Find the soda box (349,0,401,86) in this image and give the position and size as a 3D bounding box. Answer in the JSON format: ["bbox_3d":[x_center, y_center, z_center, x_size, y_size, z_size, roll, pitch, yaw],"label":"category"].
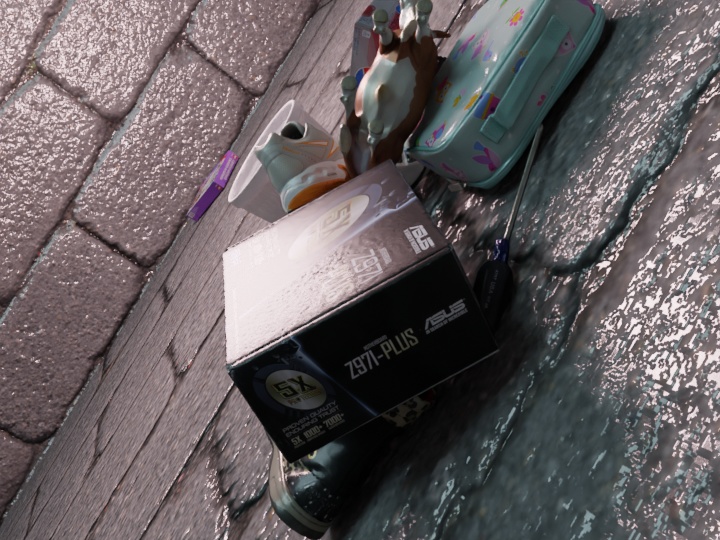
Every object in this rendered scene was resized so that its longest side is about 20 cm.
[{"bbox_3d":[0.025,-0.213,0.971,0.201,0.063,0.070,97,-162,-52],"label":"soda box"}]

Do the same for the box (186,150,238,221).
[{"bbox_3d":[-0.440,-0.250,2.458,0.200,0.039,0.138,-39,26,45],"label":"box"}]

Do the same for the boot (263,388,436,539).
[{"bbox_3d":[-0.013,0.102,0.690,0.154,0.073,0.204,-49,24,17],"label":"boot"}]

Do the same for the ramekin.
[{"bbox_3d":[-0.125,-0.172,1.383,0.201,0.104,0.201,-50,20,25],"label":"ramekin"}]

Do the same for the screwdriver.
[{"bbox_3d":[0.113,-0.036,0.639,0.029,0.028,0.202,-4,55,33],"label":"screwdriver"}]

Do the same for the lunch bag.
[{"bbox_3d":[0.126,-0.166,0.750,0.202,0.077,0.160,-58,19,0],"label":"lunch bag"}]

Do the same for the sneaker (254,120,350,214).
[{"bbox_3d":[-0.039,-0.126,0.898,0.076,0.092,0.200,-39,-6,28],"label":"sneaker"}]

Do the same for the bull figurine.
[{"bbox_3d":[0.031,-0.176,0.756,0.121,0.064,0.203,56,-130,-73],"label":"bull figurine"}]

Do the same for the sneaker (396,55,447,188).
[{"bbox_3d":[0.065,-0.162,0.914,0.201,0.073,0.080,-57,-14,-34],"label":"sneaker"}]

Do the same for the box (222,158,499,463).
[{"bbox_3d":[-0.011,0.018,0.609,0.162,0.087,0.200,-28,25,3],"label":"box"}]
